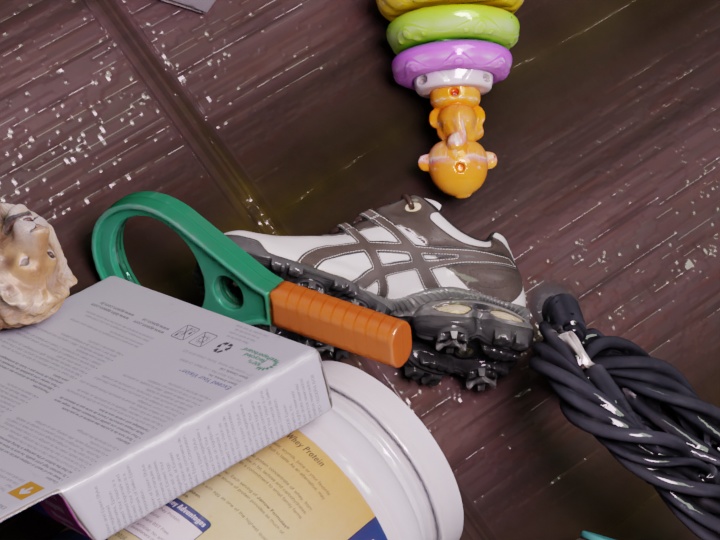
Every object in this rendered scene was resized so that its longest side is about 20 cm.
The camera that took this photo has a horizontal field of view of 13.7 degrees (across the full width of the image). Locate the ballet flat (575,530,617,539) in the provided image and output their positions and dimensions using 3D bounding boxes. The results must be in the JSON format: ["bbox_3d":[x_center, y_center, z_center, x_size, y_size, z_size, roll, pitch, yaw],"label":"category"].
[{"bbox_3d":[0.197,0.197,1.645,0.199,0.070,0.066,16,90,-12],"label":"ballet flat"}]

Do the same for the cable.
[{"bbox_3d":[0.173,0.095,1.628,0.200,0.163,0.051,43,98,-15],"label":"cable"}]

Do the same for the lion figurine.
[{"bbox_3d":[-0.254,0.005,1.534,0.199,0.073,0.123,-27,77,-20],"label":"lion figurine"}]

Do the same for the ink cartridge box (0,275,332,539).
[{"bbox_3d":[-0.148,0.075,1.484,0.199,0.196,0.044,-28,117,-28],"label":"ink cartridge box"}]

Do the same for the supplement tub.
[{"bbox_3d":[-0.058,0.149,1.506,0.200,0.144,0.145,-38,85,-30],"label":"supplement tub"}]

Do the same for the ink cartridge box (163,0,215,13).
[{"bbox_3d":[-0.085,-0.268,1.674,0.087,0.145,0.201,18,61,-15],"label":"ink cartridge box"}]

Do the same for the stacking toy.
[{"bbox_3d":[0.053,-0.139,1.711,0.115,0.110,0.201,-2,79,-6],"label":"stacking toy"}]

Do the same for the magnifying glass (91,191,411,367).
[{"bbox_3d":[-0.060,0.012,1.558,0.199,0.080,0.022,17,37,30],"label":"magnifying glass"}]

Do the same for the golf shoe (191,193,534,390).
[{"bbox_3d":[0.000,0.000,1.641,0.199,0.078,0.095,16,56,-25],"label":"golf shoe"}]
